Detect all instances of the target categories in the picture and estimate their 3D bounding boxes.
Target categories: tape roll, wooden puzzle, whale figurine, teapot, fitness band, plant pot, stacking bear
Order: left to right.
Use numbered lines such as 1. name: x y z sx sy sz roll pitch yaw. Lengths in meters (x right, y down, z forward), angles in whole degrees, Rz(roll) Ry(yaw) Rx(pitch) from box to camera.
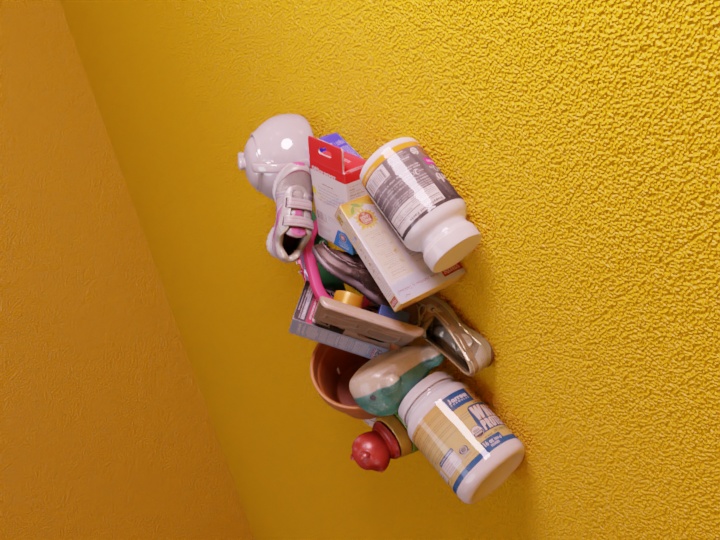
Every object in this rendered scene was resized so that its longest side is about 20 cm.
1. teapot: -0.176 -0.223 1.337 0.200 0.146 0.198 112 145 -57
2. tape roll: -0.091 -0.038 1.403 0.200 0.048 0.201 156 90 -85
3. fitness band: -0.037 -0.015 1.291 0.037 0.143 0.200 156 101 -69
4. plant pot: 0.004 0.225 1.390 0.200 0.200 0.140 47 164 31
5. wooden puzzle: 0.012 0.085 1.184 0.200 0.185 0.046 122 166 -77
6. stacking bear: 0.072 0.329 1.310 0.114 0.200 0.121 64 152 -2
7. whale figurine: 0.079 0.201 1.223 0.104 0.200 0.159 62 -166 -2

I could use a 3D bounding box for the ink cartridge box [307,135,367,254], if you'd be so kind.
1. ink cartridge box: -0.031 -0.144 1.181 0.116 0.067 0.200 32 136 46

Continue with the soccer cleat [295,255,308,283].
1. soccer cleat: -0.103 0.016 1.541 0.067 0.076 0.200 57 -158 -81

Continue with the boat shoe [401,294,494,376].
1. boat shoe: 0.140 0.109 1.150 0.201 0.063 0.073 42 134 28

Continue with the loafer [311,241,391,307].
1. loafer: 0.000 0.000 1.224 0.200 0.071 0.073 34 -178 8

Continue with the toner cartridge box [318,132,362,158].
1. toner cartridge box: -0.013 -0.167 1.251 0.200 0.043 0.095 49 149 29

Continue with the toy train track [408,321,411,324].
1. toy train track: 0.076 0.042 1.250 0.200 0.033 0.115 42 132 18

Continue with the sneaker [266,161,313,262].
1. sneaker: -0.121 -0.101 1.223 0.088 0.081 0.200 -133 47 -56

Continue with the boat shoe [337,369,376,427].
1. boat shoe: -0.017 0.300 1.594 0.200 0.071 0.070 42 142 26

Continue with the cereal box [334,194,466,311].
1. cereal box: 0.067 -0.045 1.100 0.200 0.144 0.040 59 151 15

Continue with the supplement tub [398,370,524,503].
1. supplement tub: 0.175 0.292 1.167 0.200 0.145 0.145 46 146 32

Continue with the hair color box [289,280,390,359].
1. hair color box: -0.033 0.102 1.318 0.200 0.099 0.061 18 143 -3

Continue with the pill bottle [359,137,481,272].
1. pill bottle: 0.095 -0.103 1.036 0.200 0.116 0.116 55 150 18
